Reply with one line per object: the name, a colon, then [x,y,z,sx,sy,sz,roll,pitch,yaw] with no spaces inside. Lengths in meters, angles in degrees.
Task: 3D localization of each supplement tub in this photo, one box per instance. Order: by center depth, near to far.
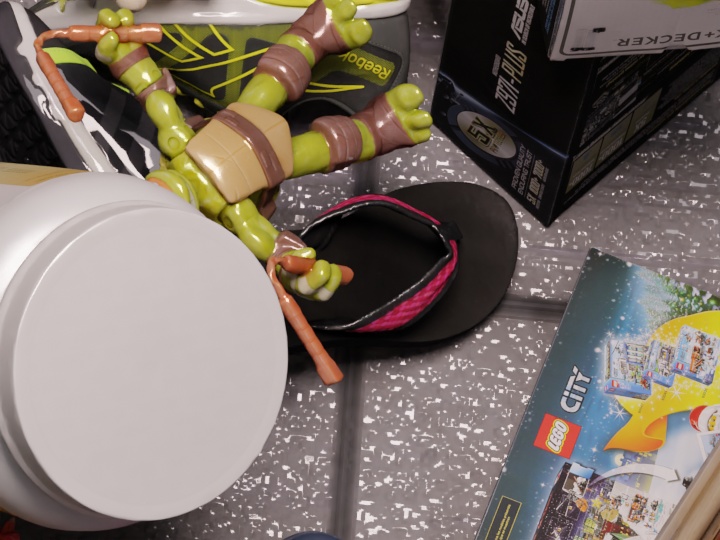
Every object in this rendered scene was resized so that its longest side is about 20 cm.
supplement tub: [-0.131,0.029,1.214,0.144,0.200,0.145,-3,96,-31]

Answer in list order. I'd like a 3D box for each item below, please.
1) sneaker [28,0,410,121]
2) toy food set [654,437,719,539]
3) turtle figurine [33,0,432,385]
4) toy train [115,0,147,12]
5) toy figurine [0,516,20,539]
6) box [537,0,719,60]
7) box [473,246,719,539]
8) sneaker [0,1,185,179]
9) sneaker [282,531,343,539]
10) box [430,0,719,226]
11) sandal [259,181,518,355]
sneaker: [-0.070,-0.102,1.397,0.199,0.085,0.075,-2,18,14]
toy food set: [0.207,0.133,1.267,0.143,0.060,0.200,44,59,-9]
turtle figurine: [-0.043,-0.045,1.296,0.200,0.064,0.161,47,52,11]
toy train: [-0.158,-0.164,1.380,0.199,0.056,0.150,-2,21,10]
toy figurine: [-0.152,0.162,1.237,0.183,0.151,0.200,5,35,-18]
box: [0.125,-0.194,1.287,0.116,0.060,0.201,-4,62,-7]
box: [0.132,0.101,1.325,0.136,0.038,0.201,21,62,6]
sneaker: [-0.103,-0.046,1.371,0.083,0.072,0.200,-30,79,-27]
sneaker: [0.005,0.190,1.239,0.070,0.082,0.201,-15,64,-13]
box: [0.137,-0.144,1.388,0.200,0.164,0.086,-40,71,-22]
sandal: [0.000,0.000,1.335,0.199,0.045,0.075,-14,72,-36]
